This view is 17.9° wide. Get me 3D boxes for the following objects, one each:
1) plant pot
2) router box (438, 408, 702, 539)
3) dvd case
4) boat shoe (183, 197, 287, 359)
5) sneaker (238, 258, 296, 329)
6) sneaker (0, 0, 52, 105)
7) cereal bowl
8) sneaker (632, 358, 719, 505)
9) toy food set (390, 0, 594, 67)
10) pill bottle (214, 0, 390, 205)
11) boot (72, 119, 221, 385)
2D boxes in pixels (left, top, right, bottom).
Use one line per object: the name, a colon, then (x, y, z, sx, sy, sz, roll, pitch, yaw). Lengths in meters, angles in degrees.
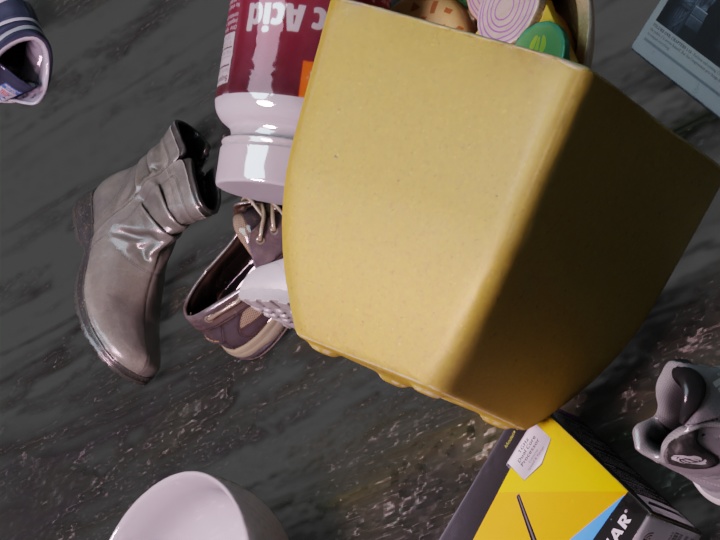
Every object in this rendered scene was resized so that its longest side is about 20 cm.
plant pot: (0.067, -0.021, 1.370, 0.194, 0.195, 0.201, 20, 87, 37)
router box: (0.101, 0.198, 1.377, 0.201, 0.051, 0.149, -60, 35, 10)
dvd case: (0.263, -0.186, 1.390, 0.200, 0.025, 0.150, -59, 38, 14)
boat shoe: (-0.058, -0.021, 1.667, 0.200, 0.073, 0.075, -55, 39, 17)
sneaker: (0.000, 0.000, 1.589, 0.199, 0.076, 0.081, -3, 71, 39)
sneaker: (-0.355, -0.156, 2.108, 0.200, 0.070, 0.109, -56, 37, 11)
cereal bowl: (-0.107, 0.246, 1.588, 0.200, 0.083, 0.201, -27, 53, 41)
sneaker: (0.229, 0.072, 1.228, 0.200, 0.115, 0.075, -31, 50, 39)
toy food set: (0.085, -0.145, 1.572, 0.198, 0.049, 0.201, -45, 42, 28)
pill bottle: (-0.041, -0.150, 1.597, 0.114, 0.114, 0.201, 0, 79, 51)
boot: (-0.164, -0.020, 1.812, 0.130, 0.068, 0.201, -36, 48, 28)
